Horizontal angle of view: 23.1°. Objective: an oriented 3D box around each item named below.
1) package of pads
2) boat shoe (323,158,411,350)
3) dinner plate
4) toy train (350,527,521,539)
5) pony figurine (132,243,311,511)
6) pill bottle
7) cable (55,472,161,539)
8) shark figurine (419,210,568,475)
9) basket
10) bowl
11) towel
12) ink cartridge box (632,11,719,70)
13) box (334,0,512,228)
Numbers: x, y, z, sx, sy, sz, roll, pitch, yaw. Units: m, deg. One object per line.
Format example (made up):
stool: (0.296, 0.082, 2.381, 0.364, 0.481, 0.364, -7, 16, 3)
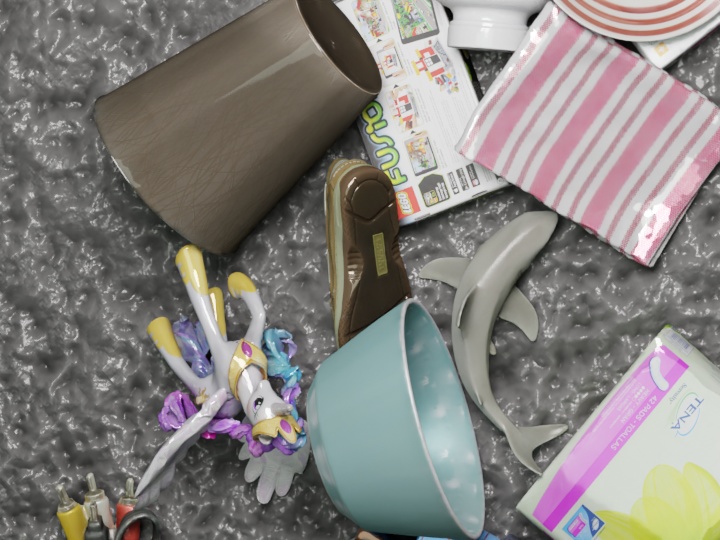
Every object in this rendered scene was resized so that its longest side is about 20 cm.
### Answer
package of pads: (0.250, 0.171, 1.465, 0.154, 0.068, 0.201, 40, 103, 9)
boat shoe: (0.000, 0.000, 1.524, 0.071, 0.076, 0.203, -9, 111, -26)
dinner plate: (0.222, -0.284, 1.403, 0.197, 0.024, 0.203, 0, 94, -6)
toy train: (0.083, 0.264, 1.512, 0.199, 0.087, 0.115, 29, 92, 13)
pony figurine: (-0.118, 0.107, 1.513, 0.201, 0.165, 0.194, 63, 143, 29)
pill bottle: (0.112, -0.282, 1.445, 0.109, 0.111, 0.203, 5, 95, 14)
cable: (-0.226, 0.287, 1.626, 0.096, 0.050, 0.203, -4, 106, -2)
shark figurine: (0.103, 0.060, 1.488, 0.126, 0.089, 0.218, -1, 92, 16)
basket: (-0.092, -0.136, 1.477, 0.199, 0.137, 0.180, -37, 116, 21)
bowl: (0.023, 0.135, 1.452, 0.104, 0.201, 0.203, -18, 90, 13)
towel: (0.195, -0.109, 1.443, 0.199, 0.030, 0.147, 30, 102, -12)
ink cartridge box: (0.292, -0.259, 1.438, 0.199, 0.037, 0.095, -38, 84, 17)
box: (0.047, -0.149, 1.511, 0.109, 0.035, 0.202, -20, 89, 16)
